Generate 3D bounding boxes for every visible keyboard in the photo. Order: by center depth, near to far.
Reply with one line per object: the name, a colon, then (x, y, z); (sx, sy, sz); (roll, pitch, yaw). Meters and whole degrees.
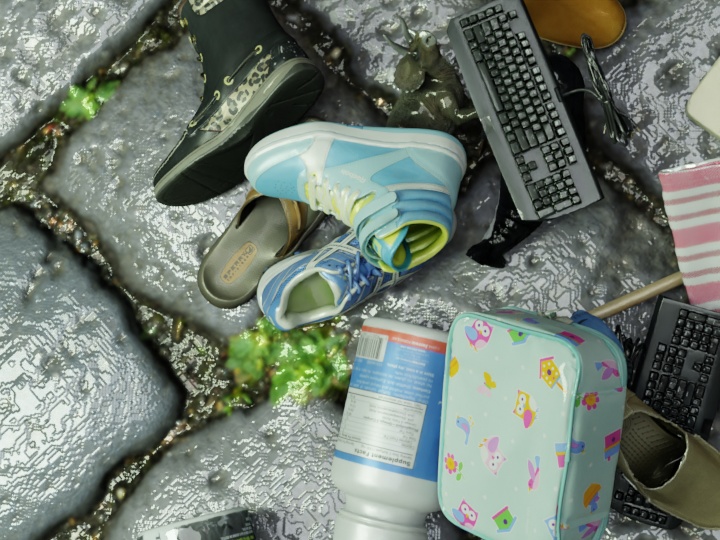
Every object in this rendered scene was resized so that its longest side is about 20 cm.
keyboard: (0.165, -0.150, 1.442); (0.126, 0.021, 0.201); (-21, 82, -1)
keyboard: (0.257, 0.125, 1.446); (0.104, 0.040, 0.201); (16, 100, 13)

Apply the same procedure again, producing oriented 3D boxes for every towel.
towel: (0.344, -0.002, 1.419); (0.146, 0.030, 0.201); (-7, 108, 29)

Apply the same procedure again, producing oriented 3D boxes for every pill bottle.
pill bottle: (0.036, 0.149, 1.461); (0.112, 0.112, 0.201); (12, 87, 9)
pill bottle: (-0.128, 0.320, 1.469); (0.106, 0.106, 0.201); (-15, 82, 6)

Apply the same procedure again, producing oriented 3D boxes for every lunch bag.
lunch bag: (0.137, 0.128, 1.372); (0.160, 0.077, 0.201); (17, 107, 46)

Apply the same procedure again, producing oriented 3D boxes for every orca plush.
orca plush: (0.156, -0.093, 1.469); (0.105, 0.071, 0.201); (34, 89, -25)

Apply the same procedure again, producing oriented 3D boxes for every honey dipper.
honey dipper: (0.218, 0.037, 1.488); (0.199, 0.038, 0.038); (-25, 81, 1)

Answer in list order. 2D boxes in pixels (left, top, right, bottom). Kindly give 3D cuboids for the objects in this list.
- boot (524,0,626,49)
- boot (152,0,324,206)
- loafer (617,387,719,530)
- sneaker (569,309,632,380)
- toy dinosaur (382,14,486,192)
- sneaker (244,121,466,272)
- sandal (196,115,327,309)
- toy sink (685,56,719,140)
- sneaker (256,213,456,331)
boot: (0.146, -0.269, 1.473); (0.200, 0.144, 0.071); (30, 89, 10)
boot: (-0.136, -0.171, 1.545); (0.203, 0.073, 0.154); (-40, 60, 23)
loafer: (0.261, 0.167, 1.406); (0.200, 0.067, 0.076); (33, 97, -20)
sneaker: (0.164, 0.125, 1.464); (0.201, 0.066, 0.079); (-59, 40, 23)
toy dinosaur: (0.064, -0.131, 1.514); (0.102, 0.077, 0.201); (19, 118, 14)
sneaker: (-0.009, -0.059, 1.436); (0.199, 0.080, 0.131); (-2, 53, 9)
sandal: (-0.085, -0.053, 1.528); (0.082, 0.055, 0.200); (39, 91, 10)
toy sink: (0.400, -0.143, 1.439); (0.200, 0.112, 0.131); (38, 90, 10)
sneaker: (0.000, 0.000, 1.489); (0.199, 0.077, 0.076); (-30, 109, 6)
